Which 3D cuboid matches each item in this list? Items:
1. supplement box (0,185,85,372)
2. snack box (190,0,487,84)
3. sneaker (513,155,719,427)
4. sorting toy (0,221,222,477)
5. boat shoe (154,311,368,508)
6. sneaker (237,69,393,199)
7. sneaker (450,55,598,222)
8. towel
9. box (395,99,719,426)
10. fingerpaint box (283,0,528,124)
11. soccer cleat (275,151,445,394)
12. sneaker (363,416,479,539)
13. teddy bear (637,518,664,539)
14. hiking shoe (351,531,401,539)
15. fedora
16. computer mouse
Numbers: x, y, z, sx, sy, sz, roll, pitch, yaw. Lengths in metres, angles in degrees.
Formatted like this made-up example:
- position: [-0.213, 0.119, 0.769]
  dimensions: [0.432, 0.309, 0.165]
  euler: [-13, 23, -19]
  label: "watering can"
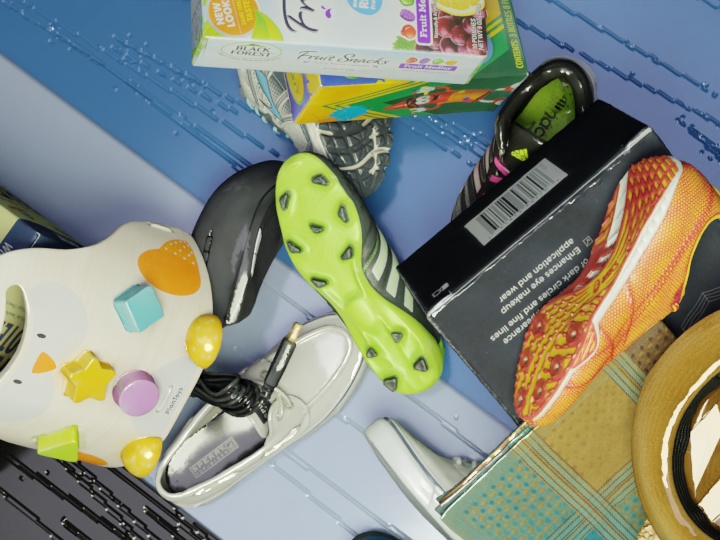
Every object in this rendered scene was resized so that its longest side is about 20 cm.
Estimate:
- position: [-0.337, 0.013, 1.315]
  dimensions: [0.200, 0.134, 0.200]
  euler: [35, 90, 19]
  label: "supplement box"
- position: [-0.016, -0.208, 1.210]
  dimensions: [0.199, 0.053, 0.143]
  euler: [2, 71, -15]
  label: "snack box"
- position: [0.171, 0.023, 1.146]
  dimensions: [0.077, 0.073, 0.200]
  euler: [29, 102, -28]
  label: "sneaker"
- position: [-0.214, 0.060, 1.259]
  dimensions: [0.107, 0.180, 0.200]
  euler: [42, 109, 44]
  label: "sorting toy"
- position: [-0.076, 0.104, 1.324]
  dimensions: [0.200, 0.066, 0.072]
  euler: [-37, 81, 2]
  label: "boat shoe"
- position: [-0.046, -0.137, 1.342]
  dimensions: [0.086, 0.077, 0.201]
  euler: [-35, 76, 47]
  label: "sneaker"
- position: [0.118, -0.074, 1.307]
  dimensions: [0.074, 0.087, 0.200]
  euler: [27, 88, 8]
  label: "sneaker"
- position: [0.166, 0.141, 1.206]
  dimensions: [0.200, 0.022, 0.147]
  euler: [-43, 113, 1]
  label: "towel"
- position: [0.166, 0.023, 1.242]
  dimensions: [0.197, 0.117, 0.200]
  euler: [-39, 109, 2]
  label: "box"
- position: [0.018, -0.218, 1.295]
  dimensions: [0.166, 0.073, 0.201]
  euler: [-5, 74, -21]
  label: "fingerpaint box"
- position: [0.000, 0.000, 1.303]
  dimensions: [0.067, 0.081, 0.200]
  euler: [-27, 99, 19]
  label: "soccer cleat"
- position: [0.089, 0.172, 1.303]
  dimensions: [0.200, 0.073, 0.071]
  euler: [45, 82, 0]
  label: "sneaker"
- position: [0.214, 0.235, 1.226]
  dimensions: [0.067, 0.200, 0.145]
  euler: [29, 55, 36]
  label: "teddy bear"
- position: [0.055, 0.235, 1.250]
  dimensions: [0.074, 0.087, 0.200]
  euler: [-24, 39, -26]
  label: "hiking shoe"
- position: [0.274, 0.112, 1.131]
  dimensions: [0.200, 0.082, 0.202]
  euler: [-1, 89, 28]
  label: "fedora"
- position: [-0.090, 0.009, 1.308]
  dimensions: [0.140, 0.046, 0.201]
  euler: [21, 82, 43]
  label: "computer mouse"
